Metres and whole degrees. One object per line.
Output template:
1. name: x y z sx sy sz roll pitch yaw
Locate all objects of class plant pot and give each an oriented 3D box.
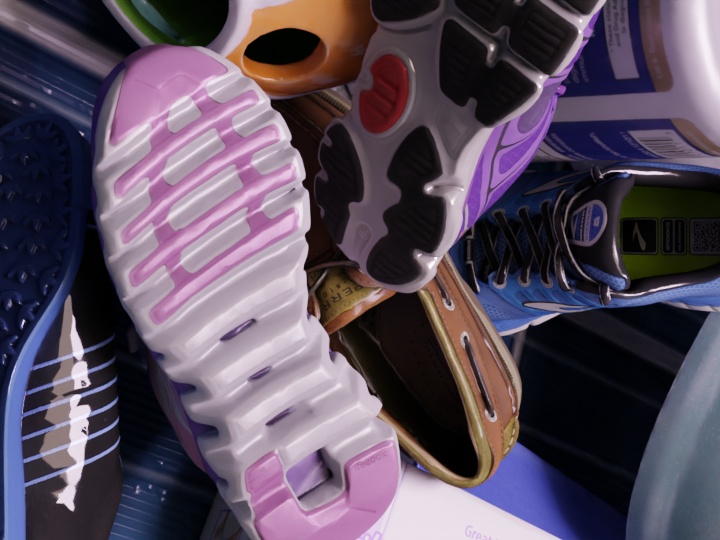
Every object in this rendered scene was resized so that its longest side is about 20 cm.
1. plant pot: 0.234 0.084 0.949 0.200 0.134 0.201 -43 147 -36

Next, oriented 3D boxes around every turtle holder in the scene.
1. turtle holder: -0.043 -0.152 0.751 0.132 0.140 0.187 -37 111 -43

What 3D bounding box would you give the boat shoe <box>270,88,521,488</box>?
1. boat shoe: 0.000 0.000 0.813 0.200 0.072 0.068 49 20 -11

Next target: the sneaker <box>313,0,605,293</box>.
1. sneaker: 0.045 -0.083 0.727 0.081 0.200 0.083 42 44 13

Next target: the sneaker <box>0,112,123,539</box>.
1. sneaker: -0.122 0.046 0.742 0.078 0.070 0.201 37 58 -61

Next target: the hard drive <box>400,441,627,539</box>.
1. hard drive: 0.072 0.157 0.952 0.200 0.025 0.133 35 66 -39

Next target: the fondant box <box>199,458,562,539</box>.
1. fondant box: -0.011 0.178 0.824 0.144 0.058 0.201 28 69 -22

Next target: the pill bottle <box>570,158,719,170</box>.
1. pill bottle: 0.164 -0.091 0.979 0.114 0.114 0.201 24 74 -42

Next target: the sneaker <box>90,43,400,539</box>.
1. sneaker: -0.056 0.011 0.745 0.080 0.088 0.201 -28 114 -20

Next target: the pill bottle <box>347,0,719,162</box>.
1. pill bottle: 0.091 -0.104 0.848 0.115 0.199 0.117 -2 92 -45

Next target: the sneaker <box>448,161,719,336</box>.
1. sneaker: 0.089 -0.017 0.862 0.089 0.198 0.079 43 42 -75
